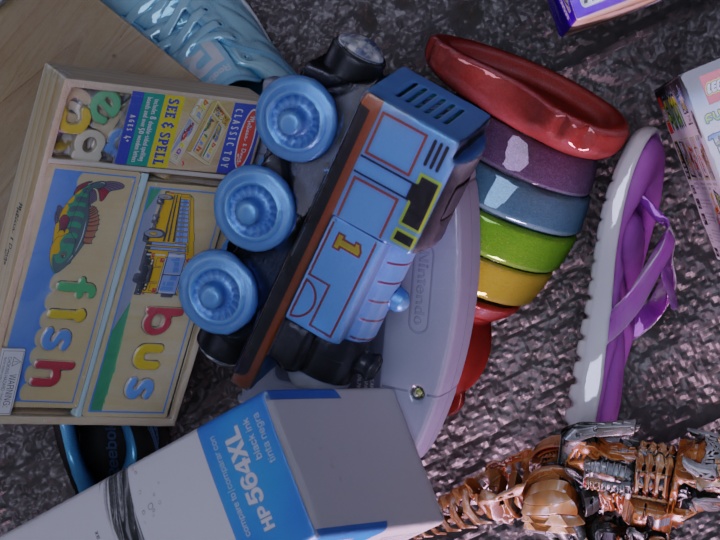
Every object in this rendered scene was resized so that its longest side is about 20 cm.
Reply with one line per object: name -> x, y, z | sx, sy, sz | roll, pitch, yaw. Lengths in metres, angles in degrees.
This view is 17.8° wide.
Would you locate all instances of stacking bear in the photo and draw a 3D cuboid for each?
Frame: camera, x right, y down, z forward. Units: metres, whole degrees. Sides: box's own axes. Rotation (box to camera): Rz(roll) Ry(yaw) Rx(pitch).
stacking bear -> 0.064, -0.018, 1.318 | 0.121, 0.114, 0.201 | 32, 106, 23

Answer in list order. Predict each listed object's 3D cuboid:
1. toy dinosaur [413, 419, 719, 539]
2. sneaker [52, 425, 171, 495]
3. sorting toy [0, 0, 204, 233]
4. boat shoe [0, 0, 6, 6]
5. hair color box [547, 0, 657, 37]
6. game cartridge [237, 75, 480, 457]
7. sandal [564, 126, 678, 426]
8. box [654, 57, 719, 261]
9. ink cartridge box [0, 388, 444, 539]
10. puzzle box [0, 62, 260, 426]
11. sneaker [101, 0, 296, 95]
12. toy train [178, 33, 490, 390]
toy dinosaur -> 0.127, 0.133, 1.304 | 0.199, 0.102, 0.136 | 9, 138, 38
sneaker -> -0.149, 0.049, 1.347 | 0.073, 0.082, 0.202 | -11, 90, 7
sorting toy -> -0.206, -0.070, 1.324 | 0.198, 0.070, 0.200 | 39, 88, 22
boat shoe -> -0.210, -0.188, 1.287 | 0.199, 0.062, 0.072 | -24, 69, 9
hair color box -> 0.153, -0.177, 1.258 | 0.109, 0.200, 0.065 | -20, 91, 4
game cartridge -> 0.000, 0.000, 1.276 | 0.132, 0.042, 0.202 | 10, 105, 19
sandal -> 0.160, 0.017, 1.326 | 0.049, 0.082, 0.204 | 14, 107, 17
box -> 0.201, -0.058, 1.260 | 0.035, 0.200, 0.111 | -21, 91, 4
ink cartridge box -> -0.079, 0.141, 1.233 | 0.199, 0.146, 0.085 | -28, 76, 24
puzzle box -> -0.134, -0.009, 1.252 | 0.132, 0.025, 0.201 | 3, 112, -38
sneaker -> -0.084, -0.125, 1.335 | 0.200, 0.082, 0.074 | 43, 93, 1
toy train -> -0.017, -0.023, 1.215 | 0.114, 0.087, 0.201 | 30, 112, 11
